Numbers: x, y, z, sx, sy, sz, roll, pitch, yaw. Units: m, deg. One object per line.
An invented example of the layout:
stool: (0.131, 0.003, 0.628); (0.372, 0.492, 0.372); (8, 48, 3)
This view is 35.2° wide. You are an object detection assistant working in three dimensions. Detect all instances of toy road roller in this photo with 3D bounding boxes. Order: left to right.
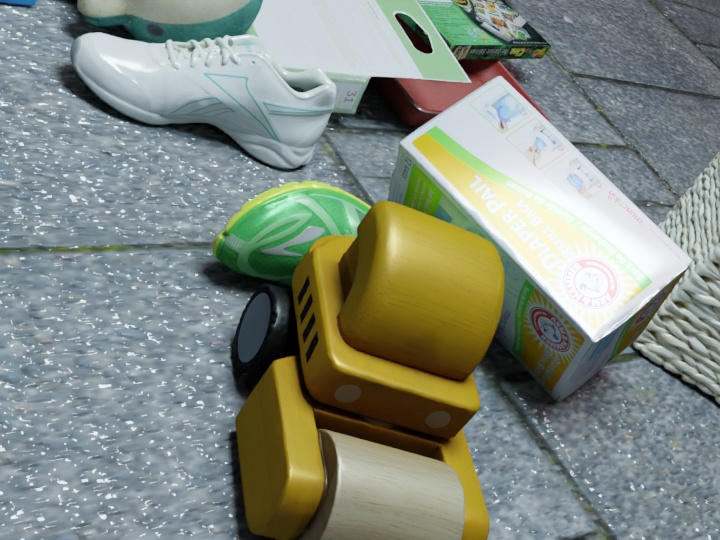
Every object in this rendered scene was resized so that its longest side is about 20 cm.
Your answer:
toy road roller: (0.014, 0.056, 0.621); (0.123, 0.146, 0.200); (19, 36, -25)

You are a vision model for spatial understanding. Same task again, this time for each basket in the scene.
basket: (0.358, 0.017, 0.984); (0.198, 0.161, 0.200); (33, 31, -4)

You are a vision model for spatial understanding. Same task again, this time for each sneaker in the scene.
sneaker: (-0.109, -0.142, 0.827); (0.200, 0.080, 0.071); (14, 40, -28)
sneaker: (0.000, 0.000, 0.749); (0.200, 0.074, 0.084); (15, 34, -31)

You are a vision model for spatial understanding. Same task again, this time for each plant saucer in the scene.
plant saucer: (0.064, -0.202, 1.106); (0.199, 0.037, 0.200); (-2, 49, -45)

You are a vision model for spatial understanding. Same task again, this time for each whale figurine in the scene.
whale figurine: (-0.171, -0.230, 0.884); (0.200, 0.104, 0.159); (17, 51, 12)

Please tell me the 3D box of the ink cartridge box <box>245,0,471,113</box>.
ink cartridge box: (-0.022, -0.196, 0.980); (0.200, 0.048, 0.146); (1, 45, -31)

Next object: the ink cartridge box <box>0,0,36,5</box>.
ink cartridge box: (-0.248, -0.283, 0.761); (0.116, 0.200, 0.067); (-4, 49, -46)

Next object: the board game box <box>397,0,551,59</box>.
board game box: (0.110, -0.257, 1.166); (0.200, 0.023, 0.105); (-13, 58, -51)

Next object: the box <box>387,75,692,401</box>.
box: (0.123, -0.023, 0.828); (0.101, 0.113, 0.200); (-35, 71, -21)
